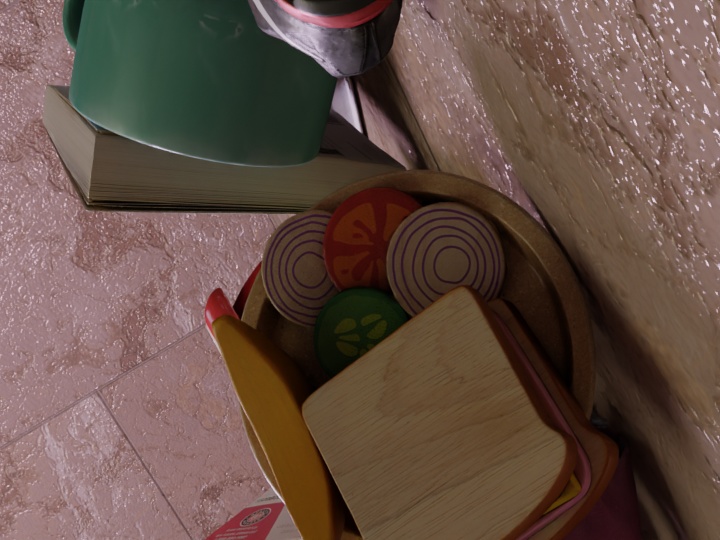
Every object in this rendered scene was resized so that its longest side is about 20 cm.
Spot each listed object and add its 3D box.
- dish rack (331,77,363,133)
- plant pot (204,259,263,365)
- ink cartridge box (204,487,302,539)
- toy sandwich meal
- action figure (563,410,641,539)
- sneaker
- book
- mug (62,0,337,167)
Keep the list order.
[{"bbox_3d":[-0.058,-0.167,1.043,0.173,0.043,0.200,59,174,19],"label":"dish rack"},{"bbox_3d":[-0.027,0.062,1.282,0.202,0.181,0.201,57,173,10],"label":"plant pot"},{"bbox_3d":[0.022,0.143,0.858,0.146,0.199,0.084,-17,103,48],"label":"ink cartridge box"},{"bbox_3d":[0.018,0.050,0.663,0.207,0.204,0.070,58,-163,16],"label":"toy sandwich meal"},{"bbox_3d":[0.119,0.186,0.759,0.202,0.133,0.149,64,175,-19],"label":"action figure"},{"bbox_3d":[-0.041,-0.168,0.678,0.201,0.070,0.098,56,172,29],"label":"sneaker"},{"bbox_3d":[-0.087,-0.080,0.895,0.134,0.197,0.049,-134,51,-56],"label":"book"},{"bbox_3d":[-0.099,-0.144,0.827,0.152,0.183,0.116,-65,-9,-71],"label":"mug"}]
